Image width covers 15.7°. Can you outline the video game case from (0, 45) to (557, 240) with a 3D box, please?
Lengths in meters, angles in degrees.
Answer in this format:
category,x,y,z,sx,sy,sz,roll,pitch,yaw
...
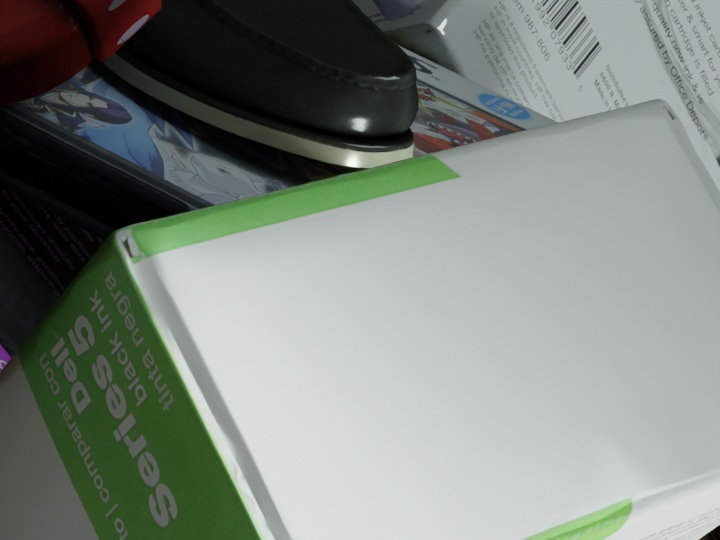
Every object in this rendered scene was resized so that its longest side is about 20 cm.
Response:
category,x,y,z,sx,sy,sz,roll,pitch,yaw
video game case,-0.045,-0.050,0.779,0.180,0.026,0.200,27,23,15

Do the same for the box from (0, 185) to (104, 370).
category,x,y,z,sx,sy,sz,roll,pitch,yaw
box,-0.068,0.032,0.738,0.143,0.036,0.200,53,22,-7

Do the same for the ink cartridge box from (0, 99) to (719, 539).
category,x,y,z,sx,sy,sz,roll,pitch,yaw
ink cartridge box,-0.020,0.060,0.551,0.145,0.200,0.084,-15,70,-40

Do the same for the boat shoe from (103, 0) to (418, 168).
category,x,y,z,sx,sy,sz,roll,pitch,yaw
boat shoe,-0.052,-0.095,0.765,0.073,0.063,0.201,-2,33,-45

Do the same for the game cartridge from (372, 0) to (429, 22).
category,x,y,z,sx,sy,sz,roll,pitch,yaw
game cartridge,-0.048,-0.181,0.828,0.200,0.038,0.130,51,4,-36

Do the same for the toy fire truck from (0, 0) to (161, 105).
category,x,y,z,sx,sy,sz,roll,pitch,yaw
toy fire truck,-0.147,-0.103,0.647,0.176,0.200,0.129,47,-6,1

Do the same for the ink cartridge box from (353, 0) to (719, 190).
category,x,y,z,sx,sy,sz,roll,pitch,yaw
ink cartridge box,0.075,-0.077,0.964,0.200,0.084,0.145,-50,120,-40
